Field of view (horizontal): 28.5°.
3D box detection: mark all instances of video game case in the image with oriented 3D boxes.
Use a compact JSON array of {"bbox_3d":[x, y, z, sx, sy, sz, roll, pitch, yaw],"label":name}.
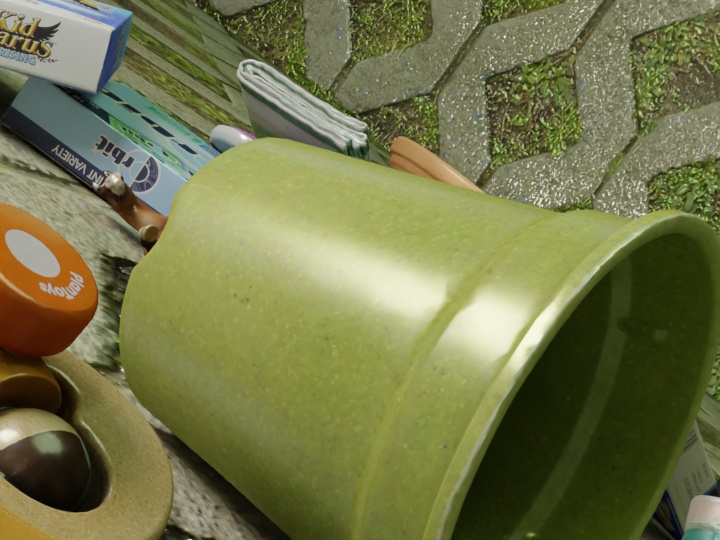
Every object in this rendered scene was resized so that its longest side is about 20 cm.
[{"bbox_3d":[-0.249,-0.173,0.945,0.181,0.046,0.200,16,11,-9],"label":"video game case"}]

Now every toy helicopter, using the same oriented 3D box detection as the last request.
[{"bbox_3d":[-0.098,0.068,0.333,0.132,0.079,0.200,44,19,0],"label":"toy helicopter"}]

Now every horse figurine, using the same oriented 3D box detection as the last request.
[{"bbox_3d":[-0.065,0.000,0.833,0.200,0.050,0.133,25,-7,-16],"label":"horse figurine"}]

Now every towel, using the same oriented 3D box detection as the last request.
[{"bbox_3d":[-0.030,-0.079,1.200,0.149,0.031,0.200,37,-21,33],"label":"towel"}]

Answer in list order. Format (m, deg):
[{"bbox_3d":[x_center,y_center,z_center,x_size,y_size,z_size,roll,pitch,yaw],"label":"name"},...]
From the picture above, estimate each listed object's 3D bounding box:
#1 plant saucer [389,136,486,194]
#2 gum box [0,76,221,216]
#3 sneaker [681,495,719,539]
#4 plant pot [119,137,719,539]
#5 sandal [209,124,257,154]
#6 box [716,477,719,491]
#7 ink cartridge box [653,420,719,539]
[{"bbox_3d":[0.096,-0.033,1.174,0.200,0.037,0.200,41,0,0],"label":"plant saucer"},{"bbox_3d":[-0.140,-0.072,0.998,0.170,0.045,0.200,36,9,3],"label":"gum box"},{"bbox_3d":[0.213,0.201,0.836,0.071,0.080,0.200,15,-21,28],"label":"sneaker"},{"bbox_3d":[0.013,0.039,0.560,0.184,0.201,0.200,26,2,31],"label":"plant pot"},{"bbox_3d":[-0.065,-0.079,1.153,0.082,0.050,0.203,30,-10,23],"label":"sandal"},{"bbox_3d":[0.445,0.236,1.424,0.148,0.107,0.200,38,9,11],"label":"box"},{"bbox_3d":[0.196,0.106,1.110,0.200,0.047,0.198,47,-10,49],"label":"ink cartridge box"}]
